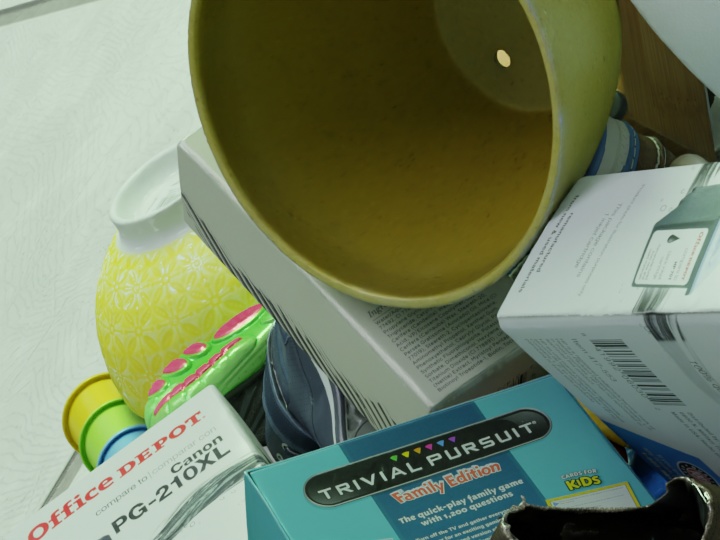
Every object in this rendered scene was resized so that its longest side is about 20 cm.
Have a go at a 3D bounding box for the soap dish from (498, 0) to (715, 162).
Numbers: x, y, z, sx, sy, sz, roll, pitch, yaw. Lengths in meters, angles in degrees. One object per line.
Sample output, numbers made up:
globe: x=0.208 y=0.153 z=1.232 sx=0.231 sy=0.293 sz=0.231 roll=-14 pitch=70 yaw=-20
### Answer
soap dish: x=0.077 y=-0.101 z=1.251 sx=0.199 sy=0.081 sz=0.158 roll=-20 pitch=66 yaw=31

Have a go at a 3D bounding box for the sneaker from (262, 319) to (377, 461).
sneaker: x=0.005 y=0.089 z=1.243 sx=0.147 sy=0.076 sz=0.203 roll=97 pitch=154 yaw=-54

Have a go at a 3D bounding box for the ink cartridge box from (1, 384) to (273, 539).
ink cartridge box: x=-0.082 y=0.169 z=1.213 sx=0.144 sy=0.085 sz=0.200 roll=-36 pitch=34 yaw=-3

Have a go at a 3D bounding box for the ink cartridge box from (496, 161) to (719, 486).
ink cartridge box: x=0.175 y=0.030 z=0.968 sx=0.200 sy=0.146 sz=0.086 roll=-6 pitch=48 yaw=56

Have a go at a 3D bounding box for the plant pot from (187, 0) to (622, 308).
plant pot: x=0.042 y=-0.101 z=1.106 sx=0.199 sy=0.201 sz=0.142 roll=-25 pitch=4 yaw=42

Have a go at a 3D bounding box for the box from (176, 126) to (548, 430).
box: x=0.000 y=0.000 z=1.171 sx=0.082 sy=0.069 sz=0.200 roll=-31 pitch=60 yaw=-21

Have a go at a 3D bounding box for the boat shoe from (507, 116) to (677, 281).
boat shoe: x=0.100 y=0.004 z=1.205 sx=0.200 sy=0.072 sz=0.073 roll=129 pitch=158 yaw=-50

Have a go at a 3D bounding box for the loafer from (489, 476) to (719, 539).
loafer: x=0.136 y=0.117 z=0.901 sx=0.198 sy=0.072 sz=0.073 roll=-4 pitch=39 yaw=-3

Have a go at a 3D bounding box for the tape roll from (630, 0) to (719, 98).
tape roll: x=0.181 y=-0.167 z=1.163 sx=0.071 sy=0.202 sz=0.203 roll=-37 pitch=28 yaw=27

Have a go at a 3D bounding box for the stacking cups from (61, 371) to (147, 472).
stacking cups: x=-0.126 y=0.120 z=1.449 sx=0.061 sy=0.060 sz=0.200 roll=-51 pitch=27 yaw=0

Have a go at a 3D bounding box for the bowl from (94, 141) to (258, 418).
bowl: x=-0.090 y=-0.016 z=1.462 sx=0.199 sy=0.108 sz=0.201 roll=-28 pitch=27 yaw=16

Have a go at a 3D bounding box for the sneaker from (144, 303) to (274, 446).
sneaker: x=-0.027 y=0.050 z=1.363 sx=0.199 sy=0.084 sz=0.077 roll=-34 pitch=24 yaw=-5

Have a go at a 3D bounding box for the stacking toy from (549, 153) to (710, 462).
stacking toy: x=0.122 y=0.047 z=1.122 sx=0.200 sy=0.085 sz=0.085 roll=-52 pitch=25 yaw=9

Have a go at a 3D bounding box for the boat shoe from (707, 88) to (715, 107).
boat shoe: x=0.107 y=-0.088 z=1.321 sx=0.200 sy=0.074 sz=0.076 roll=-9 pitch=48 yaw=55

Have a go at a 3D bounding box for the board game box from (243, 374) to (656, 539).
board game box: x=0.060 y=0.137 z=0.974 sx=0.150 sy=0.047 sz=0.200 roll=-16 pitch=40 yaw=-19
